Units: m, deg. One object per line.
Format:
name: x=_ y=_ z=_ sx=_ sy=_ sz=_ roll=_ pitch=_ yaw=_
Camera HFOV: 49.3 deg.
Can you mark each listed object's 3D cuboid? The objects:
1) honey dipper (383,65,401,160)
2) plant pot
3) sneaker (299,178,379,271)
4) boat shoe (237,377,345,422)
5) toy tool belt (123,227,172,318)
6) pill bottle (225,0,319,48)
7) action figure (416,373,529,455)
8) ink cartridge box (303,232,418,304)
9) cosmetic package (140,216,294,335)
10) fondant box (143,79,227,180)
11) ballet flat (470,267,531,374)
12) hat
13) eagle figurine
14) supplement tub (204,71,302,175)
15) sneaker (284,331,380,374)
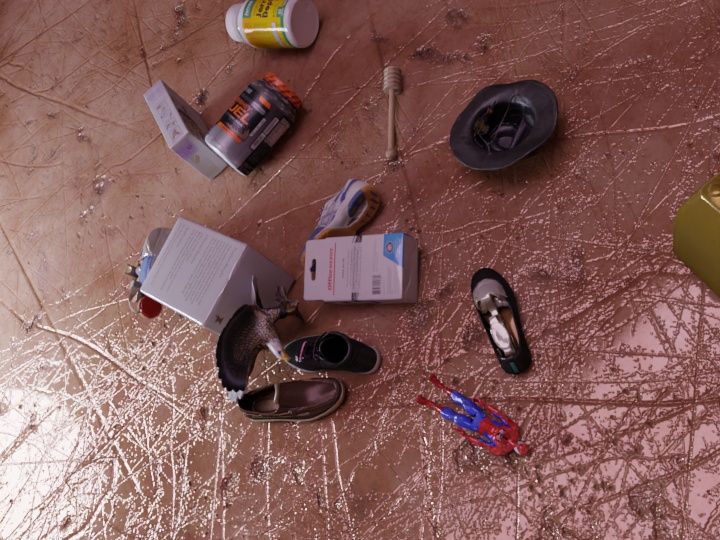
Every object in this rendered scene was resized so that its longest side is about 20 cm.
honey dipper: x=0.063 y=-0.308 z=1.542 sx=0.038 sy=0.038 sz=0.202 roll=-10 pitch=66 yaw=25
plant pot: x=0.545 y=-0.065 z=1.052 sx=0.195 sy=0.200 sz=0.195 roll=-41 pitch=54 yaw=8
sneaker: x=-0.047 y=-0.086 z=1.490 sx=0.200 sy=0.075 sz=0.088 roll=-48 pitch=37 yaw=0
boat shoe: x=-0.126 y=0.228 z=1.376 sx=0.201 sy=0.075 sz=0.075 roll=-18 pitch=60 yaw=22
toy tool belt: x=-0.429 y=0.015 z=1.639 sx=0.123 sy=0.124 sz=0.202 roll=-24 pitch=49 yaw=56
pill bottle: x=-0.202 y=-0.557 z=1.757 sx=0.199 sy=0.113 sz=0.114 roll=11 pitch=74 yaw=33
action figure: x=0.177 y=0.232 z=1.221 sx=0.199 sy=0.052 sz=0.066 roll=28 pitch=80 yaw=33
ink cartridge box: x=0.000 y=0.000 z=1.401 sx=0.198 sy=0.068 sz=0.117 roll=-2 pitch=81 yaw=28
cosmetic package: x=-0.272 y=0.026 z=1.497 sx=0.199 sy=0.166 sz=0.168 roll=23 pitch=81 yaw=36
fondant box: x=-0.386 y=-0.310 z=1.729 sx=0.058 sy=0.144 sz=0.201 roll=-39 pitch=55 yaw=7
ballet flat: x=0.221 y=0.069 z=1.255 sx=0.068 sy=0.068 sz=0.201 roll=-29 pitch=57 yaw=15
hat: x=0.260 y=-0.236 z=1.369 sx=0.199 sy=0.081 sz=0.202 roll=-19 pitch=53 yaw=26
eagle figurine: x=-0.185 y=0.122 z=1.370 sx=0.200 sy=0.152 sz=0.151 roll=-41 pitch=33 yaw=-13
supplement tub: x=-0.222 y=-0.310 z=1.649 sx=0.200 sy=0.122 sz=0.122 roll=-49 pitch=54 yaw=1
sneaker: x=-0.071 y=0.137 z=1.373 sx=0.198 sy=0.099 sz=0.071 roll=2 pitch=71 yaw=32
